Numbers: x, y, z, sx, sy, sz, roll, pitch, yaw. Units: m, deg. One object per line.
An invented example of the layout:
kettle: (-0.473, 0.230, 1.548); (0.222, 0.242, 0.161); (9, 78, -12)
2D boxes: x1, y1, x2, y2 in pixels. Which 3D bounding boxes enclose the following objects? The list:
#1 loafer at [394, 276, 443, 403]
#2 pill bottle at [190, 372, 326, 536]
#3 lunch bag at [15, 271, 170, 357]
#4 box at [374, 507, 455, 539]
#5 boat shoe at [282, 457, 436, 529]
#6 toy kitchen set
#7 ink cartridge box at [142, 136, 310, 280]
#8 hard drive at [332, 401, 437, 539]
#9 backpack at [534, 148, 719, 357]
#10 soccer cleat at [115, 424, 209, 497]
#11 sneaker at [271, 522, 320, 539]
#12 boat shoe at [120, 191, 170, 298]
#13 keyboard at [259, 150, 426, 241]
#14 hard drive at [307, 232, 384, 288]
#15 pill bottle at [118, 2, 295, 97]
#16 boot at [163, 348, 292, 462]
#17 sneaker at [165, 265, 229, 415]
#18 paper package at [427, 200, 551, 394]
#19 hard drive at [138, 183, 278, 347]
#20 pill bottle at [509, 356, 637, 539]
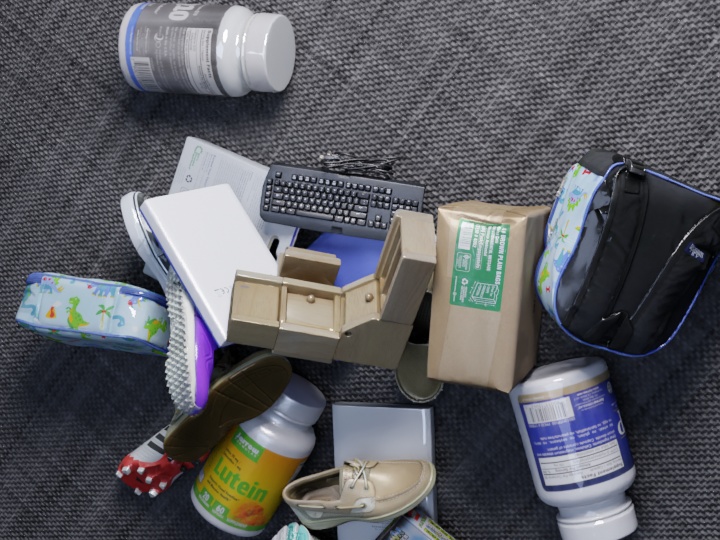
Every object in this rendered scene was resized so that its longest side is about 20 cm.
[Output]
loafer: (0.072, 0.081, 1.385); (0.076, 0.067, 0.200); (7, 118, 12)
pill bottle: (-0.127, 0.232, 1.470); (0.111, 0.111, 0.200); (34, 106, 13)
lunch bag: (-0.334, 0.062, 1.501); (0.200, 0.161, 0.083); (6, 76, 21)
box: (0.043, 0.397, 1.449); (0.110, 0.035, 0.200); (39, 116, 4)
boat shoe: (-0.003, 0.269, 1.416); (0.200, 0.072, 0.065); (-18, 131, 25)
toy kitchen set: (-0.036, -0.016, 1.305); (0.200, 0.163, 0.180); (10, 133, -10)
ink cartridge box: (-0.168, -0.047, 1.483); (0.200, 0.041, 0.200); (26, 104, 21)
hard drive: (0.032, 0.270, 1.465); (0.132, 0.027, 0.200); (0, 97, 20)
backpack: (0.288, -0.016, 1.261); (0.183, 0.147, 0.200); (20, 99, -15)
soccer cleat: (-0.258, 0.246, 1.546); (0.069, 0.085, 0.200); (45, 134, -13)
sneaker: (-0.105, 0.400, 1.504); (0.200, 0.091, 0.078); (-33, 42, 39)
boat shoe: (-0.231, -0.021, 1.461); (0.071, 0.072, 0.200); (-30, 92, 16)
keyboard: (-0.023, -0.096, 1.383); (0.200, 0.040, 0.104); (8, 89, 9)
hard drive: (0.000, 0.000, 1.437); (0.200, 0.025, 0.132); (-43, 81, 19)
pill bottle: (-0.191, -0.276, 1.433); (0.200, 0.114, 0.114); (6, 98, 18)
boot: (-0.170, 0.132, 1.444); (0.200, 0.155, 0.072); (-40, 119, 19)
sneaker: (-0.177, 0.076, 1.370); (0.070, 0.099, 0.200); (-41, 47, 52)
paper package: (0.149, 0.024, 1.308); (0.103, 0.191, 0.200); (7, 98, 16)
hard drive: (-0.165, -0.010, 1.382); (0.200, 0.132, 0.025); (58, 134, 16)
pill bottle: (0.253, 0.211, 1.331); (0.120, 0.120, 0.200); (-15, 92, 20)
